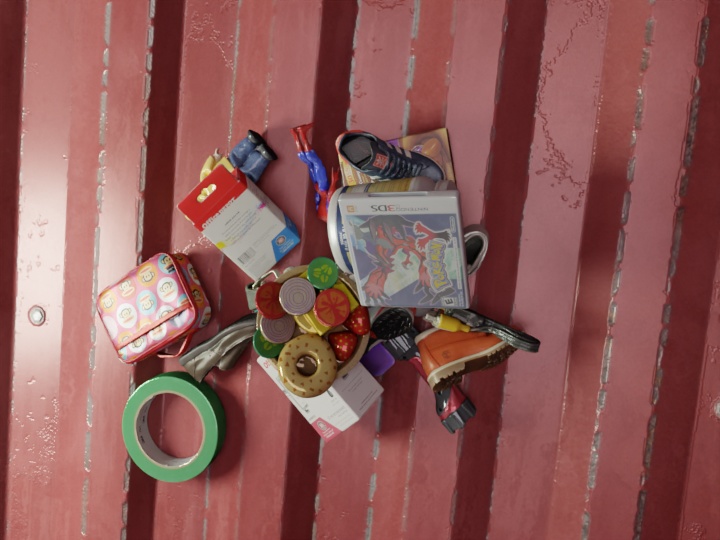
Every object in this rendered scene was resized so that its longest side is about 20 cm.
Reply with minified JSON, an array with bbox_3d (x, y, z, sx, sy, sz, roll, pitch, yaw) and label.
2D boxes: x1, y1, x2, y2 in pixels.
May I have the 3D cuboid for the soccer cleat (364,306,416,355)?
[{"bbox_3d":[0.016,0.099,1.232,0.197,0.074,0.069,-27,107,30],"label":"soccer cleat"}]

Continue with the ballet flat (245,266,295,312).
[{"bbox_3d":[-0.134,0.026,1.239,0.197,0.067,0.065,-16,92,37],"label":"ballet flat"}]

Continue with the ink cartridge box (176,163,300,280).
[{"bbox_3d":[-0.214,-0.093,1.225,0.116,0.068,0.200,-39,119,9],"label":"ink cartridge box"}]

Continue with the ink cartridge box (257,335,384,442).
[{"bbox_3d":[-0.075,0.184,1.231,0.201,0.083,0.147,48,141,3],"label":"ink cartridge box"}]

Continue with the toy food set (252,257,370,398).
[{"bbox_3d":[-0.080,0.087,1.139,0.199,0.049,0.199,-38,87,-11],"label":"toy food set"}]

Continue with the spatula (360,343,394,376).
[{"bbox_3d":[-0.016,0.106,1.277,0.056,0.021,0.201,-38,84,6],"label":"spatula"}]

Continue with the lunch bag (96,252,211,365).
[{"bbox_3d":[-0.381,0.081,1.300,0.197,0.082,0.179,-30,83,14],"label":"lunch bag"}]

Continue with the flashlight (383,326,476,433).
[{"bbox_3d":[0.121,0.192,1.243,0.201,0.067,0.068,49,137,5],"label":"flashlight"}]

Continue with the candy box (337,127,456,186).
[{"bbox_3d":[0.067,-0.170,1.224,0.195,0.056,0.120,-10,94,12],"label":"candy box"}]

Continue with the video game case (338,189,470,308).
[{"bbox_3d":[0.069,-0.027,1.048,0.177,0.023,0.203,1,128,18],"label":"video game case"}]

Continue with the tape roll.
[{"bbox_3d":[-0.358,0.300,1.340,0.195,0.048,0.206,1,96,9],"label":"tape roll"}]

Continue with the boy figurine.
[{"bbox_3d":[-0.238,-0.156,1.272,0.124,0.064,0.200,45,101,3],"label":"boy figurine"}]

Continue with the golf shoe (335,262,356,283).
[{"bbox_3d":[0.000,0.000,1.239,0.199,0.077,0.088,-40,67,-1],"label":"golf shoe"}]

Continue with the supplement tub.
[{"bbox_3d":[0.059,-0.073,1.125,0.195,0.144,0.149,-5,94,21],"label":"supplement tub"}]

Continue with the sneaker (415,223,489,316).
[{"bbox_3d":[0.144,0.003,1.196,0.073,0.116,0.201,40,101,2],"label":"sneaker"}]

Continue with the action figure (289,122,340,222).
[{"bbox_3d":[-0.069,-0.160,1.241,0.051,0.065,0.205,-24,107,-29],"label":"action figure"}]

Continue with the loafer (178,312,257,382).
[{"bbox_3d":[-0.246,0.145,1.301,0.197,0.073,0.072,-30,94,21],"label":"loafer"}]

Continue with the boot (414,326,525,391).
[{"bbox_3d":[0.191,0.122,1.211,0.196,0.076,0.109,-18,58,-15],"label":"boot"}]

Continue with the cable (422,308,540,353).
[{"bbox_3d":[0.204,0.099,1.179,0.196,0.097,0.051,23,101,8],"label":"cable"}]

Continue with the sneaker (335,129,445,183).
[{"bbox_3d":[0.046,-0.176,1.155,0.196,0.084,0.077,20,98,8],"label":"sneaker"}]
